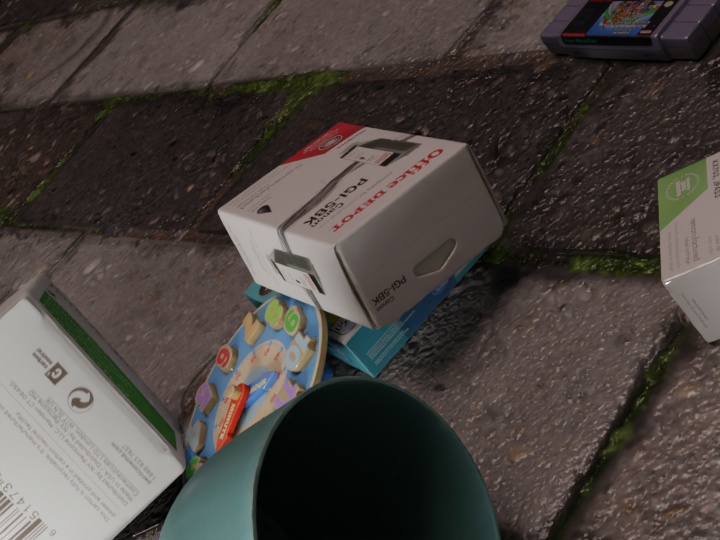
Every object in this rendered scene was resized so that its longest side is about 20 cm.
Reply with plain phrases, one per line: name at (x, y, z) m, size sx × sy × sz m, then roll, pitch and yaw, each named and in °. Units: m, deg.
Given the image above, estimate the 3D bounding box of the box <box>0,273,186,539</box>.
box at (-0.283, 0.144, 1.213) m, size 0.200 × 0.199 × 0.171 m, roll -42°, pitch 10°, yaw -4°

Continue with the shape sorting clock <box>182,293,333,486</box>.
shape sorting clock at (-0.092, 0.106, 1.187) m, size 0.200 × 0.039 × 0.201 m, roll -37°, pitch 38°, yaw 36°

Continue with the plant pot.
plant pot at (-0.035, 0.186, 0.904) m, size 0.161 × 0.200 × 0.201 m, roll -28°, pitch 29°, yaw 43°

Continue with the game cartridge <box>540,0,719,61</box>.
game cartridge at (0.262, -0.244, 1.293) m, size 0.130 × 0.038 × 0.200 m, roll -46°, pitch 28°, yaw -17°

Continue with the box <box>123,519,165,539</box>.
box at (-0.143, 0.267, 1.064) m, size 0.161 × 0.049 × 0.200 m, roll -31°, pitch 30°, yaw 24°

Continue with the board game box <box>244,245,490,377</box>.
board game box at (0.000, 0.000, 1.260) m, size 0.151 × 0.047 × 0.200 m, roll -48°, pitch 29°, yaw -12°

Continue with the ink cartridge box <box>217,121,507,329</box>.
ink cartridge box at (-0.002, -0.043, 1.161) m, size 0.147 × 0.083 × 0.200 m, roll -38°, pitch 27°, yaw -21°

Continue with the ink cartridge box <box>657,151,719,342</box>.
ink cartridge box at (0.298, -0.045, 0.934) m, size 0.199 × 0.067 × 0.117 m, roll -26°, pitch 32°, yaw 27°
